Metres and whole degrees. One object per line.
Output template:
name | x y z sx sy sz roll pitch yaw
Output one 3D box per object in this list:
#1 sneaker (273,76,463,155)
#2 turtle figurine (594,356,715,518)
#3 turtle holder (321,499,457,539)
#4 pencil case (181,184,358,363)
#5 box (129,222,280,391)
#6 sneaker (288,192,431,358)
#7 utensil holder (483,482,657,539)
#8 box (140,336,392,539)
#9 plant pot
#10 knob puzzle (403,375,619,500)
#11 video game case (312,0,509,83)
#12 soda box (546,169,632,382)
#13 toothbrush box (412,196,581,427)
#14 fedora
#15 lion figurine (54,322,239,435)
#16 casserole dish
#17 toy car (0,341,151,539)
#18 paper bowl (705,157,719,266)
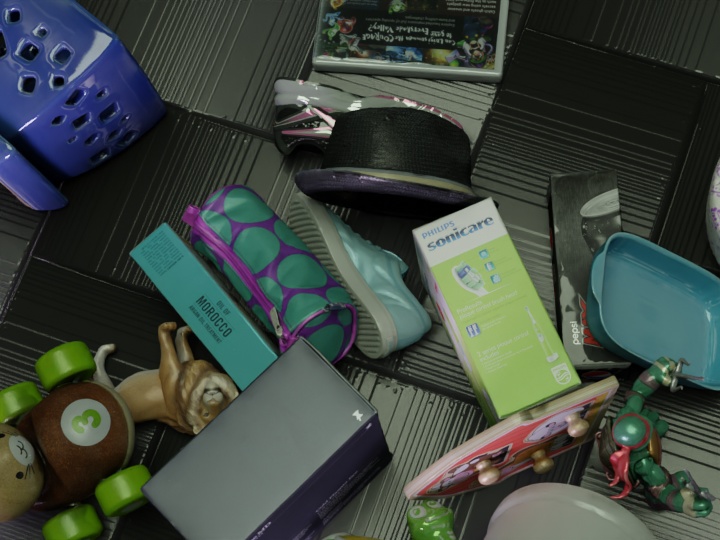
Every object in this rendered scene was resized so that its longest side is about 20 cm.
sneaker | 0.005 -0.137 1.728 0.199 0.080 0.087 11 95 8
turtle figurine | 0.261 0.153 1.523 0.100 0.200 0.150 -6 73 9
turtle holder | 0.005 0.295 1.521 0.141 0.186 0.132 -2 42 -40
pencil case | -0.086 0.005 1.649 0.200 0.092 0.085 48 125 33
box | -0.138 0.048 1.659 0.049 0.082 0.200 -41 72 0
sneaker | 0.000 0.000 1.683 0.082 0.074 0.200 -15 61 -32
utensil holder | 0.154 0.311 1.455 0.170 0.170 0.200 24 45 13
box | -0.080 0.185 1.555 0.200 0.182 0.104 -43 73 -11
plant pot | -0.340 -0.186 1.706 0.200 0.200 0.180 39 84 16
knob puzzle | 0.135 0.171 1.531 0.219 0.220 0.031 -24 71 -3
video game case | 0.058 -0.289 1.793 0.199 0.023 0.182 5 71 6
soda box | 0.223 0.005 1.652 0.071 0.063 0.201 -4 71 4
toothbrush box | 0.129 0.055 1.600 0.086 0.146 0.200 -22 71 -2
fedora | 0.039 -0.106 1.635 0.200 0.201 0.092 6 85 7
lion figurine | -0.213 0.122 1.658 0.200 0.072 0.123 -14 77 15
casserole dish | 0.282 0.043 1.600 0.200 0.039 0.121 23 61 -27
toy car | -0.317 0.174 1.553 0.158 0.200 0.165 -37 74 30
paper bowl | 0.432 -0.051 1.630 0.200 0.104 0.201 -1 71 4
